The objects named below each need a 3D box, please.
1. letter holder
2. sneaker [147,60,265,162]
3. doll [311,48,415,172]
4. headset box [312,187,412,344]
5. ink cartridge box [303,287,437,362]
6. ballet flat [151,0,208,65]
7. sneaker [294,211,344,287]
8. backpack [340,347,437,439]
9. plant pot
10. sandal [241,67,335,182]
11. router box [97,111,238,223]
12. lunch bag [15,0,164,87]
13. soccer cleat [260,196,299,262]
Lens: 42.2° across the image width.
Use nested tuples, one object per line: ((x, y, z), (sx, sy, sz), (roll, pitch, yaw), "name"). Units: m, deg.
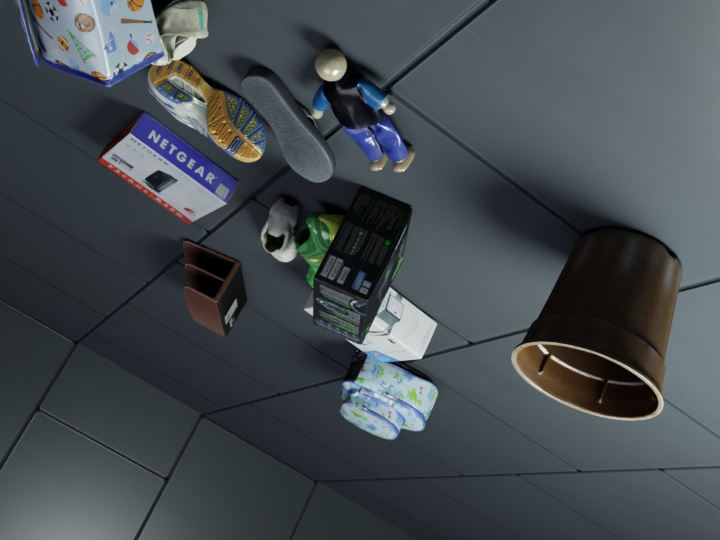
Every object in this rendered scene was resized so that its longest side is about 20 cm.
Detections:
((-0.331, 0.037, 1.977), (0.142, 0.101, 0.200), (25, 156, 8), "letter holder")
((-0.225, -0.234, 1.372), (0.200, 0.075, 0.088), (42, 164, -16), "sneaker")
((-0.006, -0.207, 1.215), (0.136, 0.049, 0.200), (8, 150, 34), "doll")
((0.000, 0.000, 1.473), (0.092, 0.175, 0.200), (23, 155, 7), "headset box")
((0.018, 0.084, 1.739), (0.200, 0.086, 0.146), (35, 155, -23), "ink cartridge box")
((-0.265, -0.305, 1.240), (0.200, 0.067, 0.063), (-10, 94, 53), "ballet flat")
((-0.071, -0.043, 1.592), (0.083, 0.074, 0.200), (23, 147, 2), "sneaker")
((0.056, 0.282, 2.028), (0.199, 0.147, 0.183), (21, 158, 4), "backpack")
((0.328, 0.065, 1.246), (0.200, 0.199, 0.200), (21, 155, 10), "plant pot")
((-0.091, -0.208, 1.321), (0.076, 0.043, 0.200), (-3, 134, 36), "sandal")
((-0.336, -0.172, 1.616), (0.200, 0.049, 0.179), (36, 154, -21), "router box")
((-0.367, -0.342, 1.174), (0.200, 0.124, 0.170), (25, 137, 31), "lunch bag")
((-0.146, -0.055, 1.628), (0.069, 0.078, 0.200), (24, 156, 4), "soccer cleat")
